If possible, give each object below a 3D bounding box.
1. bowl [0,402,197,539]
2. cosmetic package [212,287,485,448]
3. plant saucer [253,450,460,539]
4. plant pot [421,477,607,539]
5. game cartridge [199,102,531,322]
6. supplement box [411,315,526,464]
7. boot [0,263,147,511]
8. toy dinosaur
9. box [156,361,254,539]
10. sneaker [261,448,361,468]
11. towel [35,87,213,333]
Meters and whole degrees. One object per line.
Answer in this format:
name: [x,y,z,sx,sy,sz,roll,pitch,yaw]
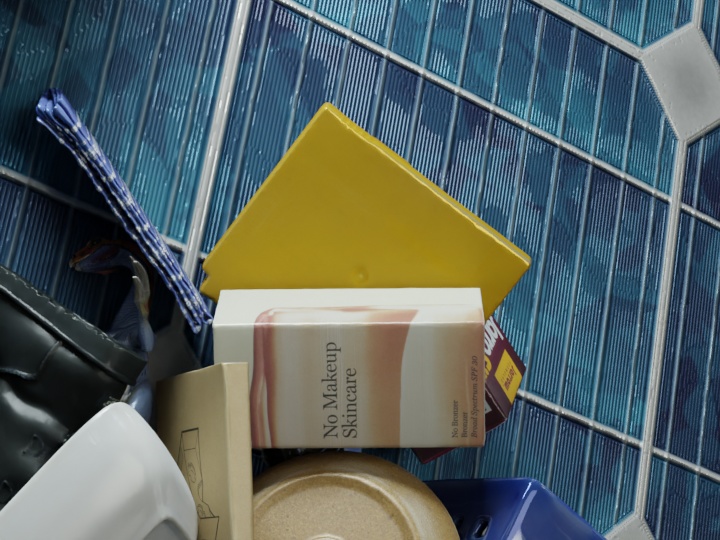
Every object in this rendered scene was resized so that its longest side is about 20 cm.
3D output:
bowl: [-0.186,0.200,1.423,0.075,0.200,0.200,40,77,17]
cosmetic package: [-0.007,0.072,1.579,0.199,0.087,0.104,-2,106,2]
plant saucer: [-0.024,0.219,1.547,0.199,0.035,0.201,-3,64,7]
plant pot: [0.102,0.290,1.650,0.200,0.200,0.180,41,64,-22]
game cartridge: [0.000,0.000,1.623,0.200,0.176,0.032,38,12,-6]
supplement box: [0.041,0.037,1.708,0.200,0.085,0.110,57,22,-11]
boot: [-0.255,0.089,1.481,0.163,0.198,0.073,-57,152,-3]
toy dinosaur: [-0.190,0.072,1.578,0.200,0.105,0.182,77,25,-44]
box: [-0.111,0.171,1.520,0.021,0.163,0.201,1,82,-23]
sneaker: [-0.036,0.163,1.656,0.078,0.070,0.201,2,70,-34]
towel: [-0.176,-0.047,1.569,0.024,0.145,0.200,-34,102,-2]
